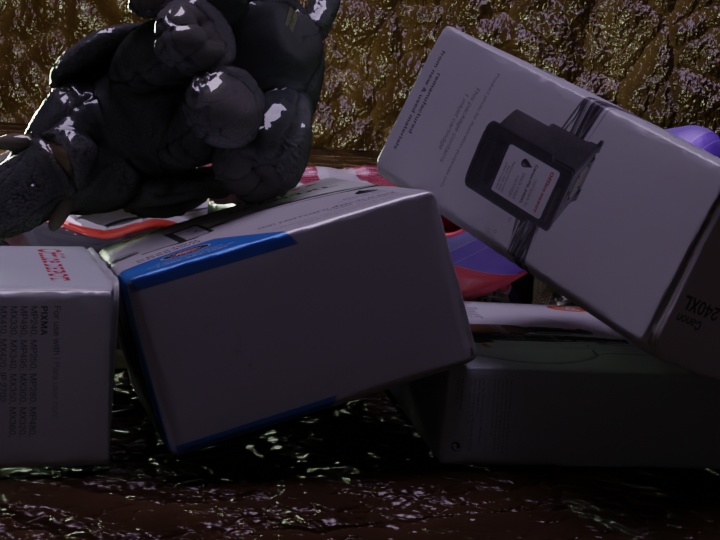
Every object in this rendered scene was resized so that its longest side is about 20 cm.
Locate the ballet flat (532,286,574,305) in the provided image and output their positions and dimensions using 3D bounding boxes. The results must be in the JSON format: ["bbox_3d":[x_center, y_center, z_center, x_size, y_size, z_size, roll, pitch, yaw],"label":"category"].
[{"bbox_3d":[0.195,0.011,1.033,0.199,0.076,0.068,0,6,-19],"label":"ballet flat"}]

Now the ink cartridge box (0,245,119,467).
[{"bbox_3d":[-0.217,0.036,0.680,0.199,0.083,0.146,1,7,-15],"label":"ink cartridge box"}]

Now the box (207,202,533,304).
[{"bbox_3d":[0.000,0.000,1.003,0.163,0.087,0.200,0,8,-23],"label":"box"}]

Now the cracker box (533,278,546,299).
[{"bbox_3d":[0.148,0.005,1.127,0.199,0.058,0.134,-2,11,-28],"label":"cracker box"}]

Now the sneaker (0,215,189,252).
[{"bbox_3d":[-0.157,0.014,0.884,0.199,0.077,0.082,8,36,29],"label":"sneaker"}]

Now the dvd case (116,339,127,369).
[{"bbox_3d":[-0.202,0.037,0.927,0.199,0.016,0.149,2,8,-1],"label":"dvd case"}]

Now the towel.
[{"bbox_3d":[-0.019,-0.061,1.048,0.199,0.023,0.144,0,9,-16],"label":"towel"}]

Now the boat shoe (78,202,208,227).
[{"bbox_3d":[-0.153,-0.003,1.065,0.066,0.072,0.200,41,31,24],"label":"boat shoe"}]

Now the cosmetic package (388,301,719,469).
[{"bbox_3d":[0.098,0.055,0.786,0.150,0.052,0.200,4,8,-9],"label":"cosmetic package"}]

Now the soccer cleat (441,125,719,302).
[{"bbox_3d":[0.119,-0.044,0.878,0.199,0.077,0.067,-25,32,4],"label":"soccer cleat"}]

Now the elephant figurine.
[{"bbox_3d":[-0.124,-0.079,0.797,0.200,0.142,0.155,-27,-34,33],"label":"elephant figurine"}]

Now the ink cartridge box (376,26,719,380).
[{"bbox_3d":[0.126,-0.026,0.693,0.145,0.084,0.200,18,13,-41],"label":"ink cartridge box"}]

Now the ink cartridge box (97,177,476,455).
[{"bbox_3d":[-0.047,0.014,0.737,0.145,0.085,0.200,-18,9,-12],"label":"ink cartridge box"}]

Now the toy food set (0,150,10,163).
[{"bbox_3d":[-0.223,-0.043,1.027,0.200,0.061,0.143,-30,-1,-29],"label":"toy food set"}]
